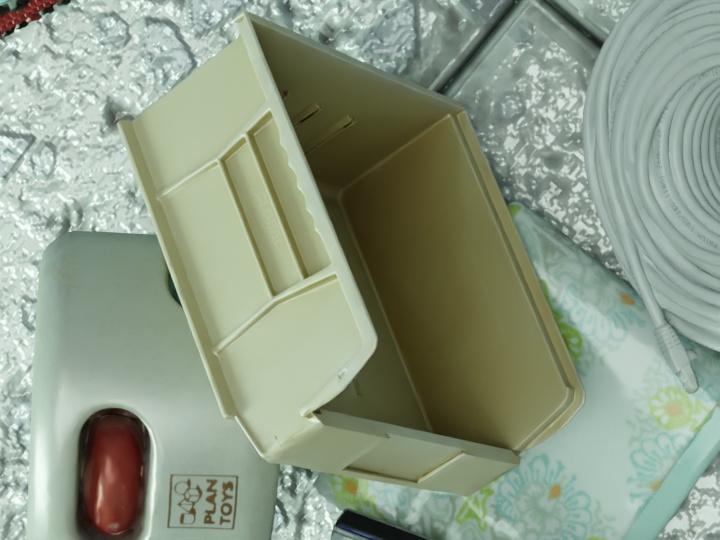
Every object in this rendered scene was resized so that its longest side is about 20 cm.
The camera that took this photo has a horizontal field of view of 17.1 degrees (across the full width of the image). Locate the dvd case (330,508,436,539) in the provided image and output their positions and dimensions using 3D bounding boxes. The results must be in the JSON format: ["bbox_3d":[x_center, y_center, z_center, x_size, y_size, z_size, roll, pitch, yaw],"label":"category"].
[{"bbox_3d":[0.068,0.223,1.301,0.199,0.025,0.151,20,126,11],"label":"dvd case"}]

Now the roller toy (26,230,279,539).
[{"bbox_3d":[-0.103,0.075,1.262,0.139,0.183,0.201,3,72,-6],"label":"roller toy"}]

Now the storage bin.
[{"bbox_3d":[0.000,0.000,1.193,0.094,0.200,0.199,-33,64,24],"label":"storage bin"}]

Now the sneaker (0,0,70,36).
[{"bbox_3d":[-0.178,-0.194,1.309,0.200,0.079,0.096,-24,89,15],"label":"sneaker"}]

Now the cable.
[{"bbox_3d":[0.203,-0.058,1.201,0.200,0.069,0.200,-39,72,40],"label":"cable"}]

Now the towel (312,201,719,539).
[{"bbox_3d":[0.092,0.091,1.296,0.171,0.048,0.200,37,104,6],"label":"towel"}]
